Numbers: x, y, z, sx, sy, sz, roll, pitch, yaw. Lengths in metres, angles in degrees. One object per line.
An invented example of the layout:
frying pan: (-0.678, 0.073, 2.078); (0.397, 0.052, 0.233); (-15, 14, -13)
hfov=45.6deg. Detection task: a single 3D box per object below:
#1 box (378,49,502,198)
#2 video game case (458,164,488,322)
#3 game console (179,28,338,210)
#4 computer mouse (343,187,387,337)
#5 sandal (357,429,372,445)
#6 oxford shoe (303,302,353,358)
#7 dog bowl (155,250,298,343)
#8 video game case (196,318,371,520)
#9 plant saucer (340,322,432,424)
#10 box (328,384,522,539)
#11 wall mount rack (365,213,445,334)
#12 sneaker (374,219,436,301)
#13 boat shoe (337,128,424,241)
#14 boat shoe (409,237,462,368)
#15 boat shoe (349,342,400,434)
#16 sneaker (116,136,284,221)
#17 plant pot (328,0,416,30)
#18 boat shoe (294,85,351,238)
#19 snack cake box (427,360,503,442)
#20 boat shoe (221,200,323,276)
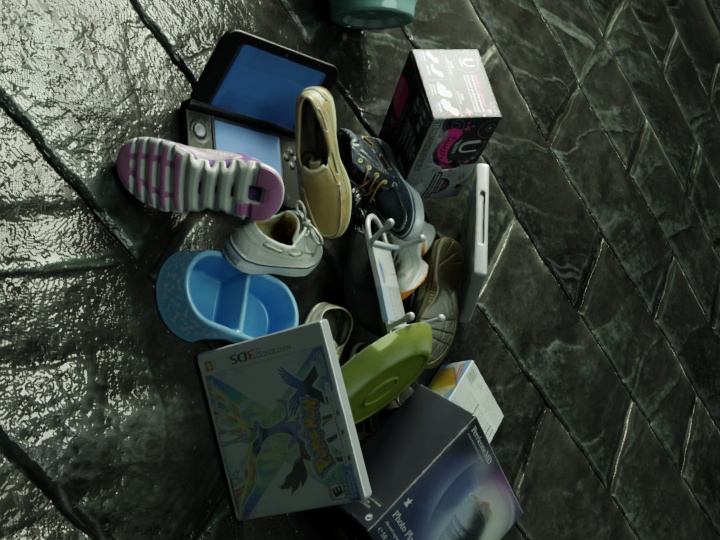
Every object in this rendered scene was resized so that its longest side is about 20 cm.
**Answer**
box: (0.115, -0.214, 1.286); (0.112, 0.201, 0.134); (-6, 62, -17)
video game case: (0.179, -0.038, 1.364); (0.201, 0.021, 0.186); (91, 4, -66)
game console: (-0.123, -0.186, 1.114); (0.198, 0.115, 0.180); (8, 72, -46)
computer mouse: (0.000, 0.000, 1.202); (0.139, 0.052, 0.204); (63, 16, -67)
sandal: (-0.050, 0.231, 1.094); (0.055, 0.082, 0.199); (49, 27, 18)
oxford shoe: (-0.059, 0.125, 1.129); (0.075, 0.057, 0.203); (44, 50, -32)
dog bowl: (-0.156, 0.042, 1.053); (0.198, 0.049, 0.114); (27, 59, -39)
video game case: (-0.091, 0.175, 0.983); (0.022, 0.179, 0.204); (-11, 85, -64)
plant saucer: (0.018, 0.142, 1.078); (0.198, 0.201, 0.031); (-13, 57, -49)
box: (0.082, 0.297, 1.104); (0.198, 0.122, 0.202); (-42, 124, -20)
wall mount rack: (0.052, 0.011, 1.120); (0.173, 0.073, 0.204); (8, 67, -67)
sneaker: (0.052, -0.027, 1.288); (0.092, 0.076, 0.201); (38, 31, -14)
boat shoe: (0.019, -0.125, 1.255); (0.090, 0.071, 0.202); (13, 39, -38)
boat shoe: (0.111, 0.050, 1.335); (0.071, 0.066, 0.205); (14, 83, -27)
boat shoe: (0.032, 0.199, 1.202); (0.071, 0.060, 0.206); (-1, 79, -47)
sneaker: (-0.188, -0.113, 1.021); (0.196, 0.082, 0.089); (11, 20, -8)
plant pot: (0.019, -0.481, 1.325); (0.198, 0.197, 0.192); (-3, 95, -48)
boat shoe: (-0.058, -0.133, 1.116); (0.076, 0.070, 0.204); (-68, 148, -69)
snack cake box: (0.134, 0.246, 1.297); (0.116, 0.066, 0.200); (60, 43, -18)
boat shoe: (-0.091, -0.048, 1.095); (0.075, 0.086, 0.201); (52, 22, 19)
